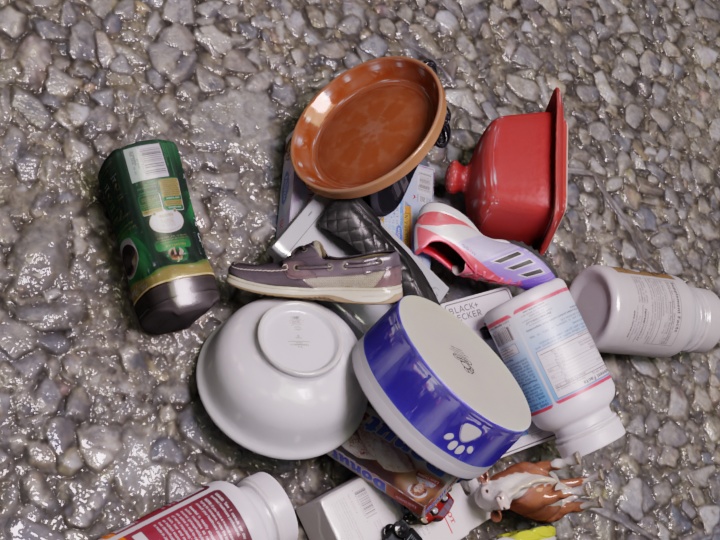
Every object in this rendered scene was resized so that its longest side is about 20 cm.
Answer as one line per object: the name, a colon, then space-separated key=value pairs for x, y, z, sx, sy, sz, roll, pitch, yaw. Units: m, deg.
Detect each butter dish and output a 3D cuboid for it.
butter dish: x=0.182 y=-0.112 z=1.542 sx=0.147 sy=0.200 sz=0.201 roll=6 pitch=65 yaw=-2

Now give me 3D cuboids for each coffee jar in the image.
coffee jar: x=-0.220 y=-0.035 z=1.312 sx=0.085 sy=0.104 sz=0.201 roll=-11 pitch=77 yaw=-29

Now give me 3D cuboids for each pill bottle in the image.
pill bottle: x=-0.166 y=0.285 z=1.210 sx=0.199 sy=0.113 sz=0.114 roll=-23 pitch=83 yaw=-33
pill bottle: x=0.236 y=0.120 z=1.431 sx=0.108 sy=0.109 sz=0.201 roll=-21 pitch=82 yaw=-33
pill bottle: x=0.385 y=0.059 z=1.607 sx=0.199 sy=0.114 sz=0.115 roll=7 pitch=67 yaw=-27

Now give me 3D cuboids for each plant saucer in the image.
plant saucer: x=0.010 y=-0.166 z=1.403 sx=0.032 sy=0.199 sz=0.201 roll=50 pitch=47 yaw=-46

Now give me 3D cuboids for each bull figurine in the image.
bull figurine: x=0.211 y=0.256 z=1.392 sx=0.200 sy=0.121 sz=0.066 roll=31 pitch=47 yaw=-62

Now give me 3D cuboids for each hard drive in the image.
hard drive: x=0.000 y=0.000 z=1.419 sx=0.200 sy=0.027 sz=0.132 roll=44 pitch=58 yaw=-9

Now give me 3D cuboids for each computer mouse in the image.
computer mouse: x=0.043 y=-0.151 z=1.466 sx=0.052 sy=0.139 sz=0.201 roll=15 pitch=56 yaw=26

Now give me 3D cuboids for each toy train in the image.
toy train: x=0.080 y=0.256 z=1.324 sx=0.046 sy=0.034 sz=0.200 roll=48 pitch=55 yaw=-7

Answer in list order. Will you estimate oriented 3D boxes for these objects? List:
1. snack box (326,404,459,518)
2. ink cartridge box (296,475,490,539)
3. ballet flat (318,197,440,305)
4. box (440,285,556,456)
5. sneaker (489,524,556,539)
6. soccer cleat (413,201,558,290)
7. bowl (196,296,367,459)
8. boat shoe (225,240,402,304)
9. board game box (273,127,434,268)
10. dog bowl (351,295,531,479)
snack box: x=0.012 y=0.195 z=1.333 sx=0.199 sy=0.024 sz=0.072 roll=29 pitch=50 yaw=27
ink cartridge box: x=0.042 y=0.276 z=1.357 sx=0.199 sy=0.067 sz=0.118 roll=-22 pitch=83 yaw=-33
ballet flat: x=0.030 y=-0.003 z=1.400 sx=0.200 sy=0.057 sz=0.066 roll=51 pitch=13 yaw=-5
box: x=0.160 y=0.130 z=1.485 sx=0.116 sy=0.060 sz=0.201 roll=-12 pitch=77 yaw=-33
sneaker: x=0.161 y=0.354 z=1.388 sx=0.199 sy=0.074 sz=0.085 roll=-10 pitch=76 yaw=-32
soccer cleat: x=0.153 y=-0.010 z=1.480 sx=0.199 sy=0.068 sz=0.074 roll=28 pitch=53 yaw=-12
bowl: x=-0.075 y=0.099 z=1.312 sx=0.200 sy=0.091 sz=0.202 roll=10 pitch=50 yaw=-13
boat shoe: x=-0.050 y=-0.001 z=1.332 sx=0.198 sy=0.072 sz=0.065 roll=5 pitch=97 yaw=7
board game box: x=-0.005 y=-0.057 z=1.478 sx=0.198 sy=0.041 sz=0.201 roll=16 pitch=64 yaw=-24
dog bowl: x=0.089 y=0.124 z=1.302 sx=0.200 sy=0.079 sz=0.200 roll=37 pitch=20 yaw=-16
